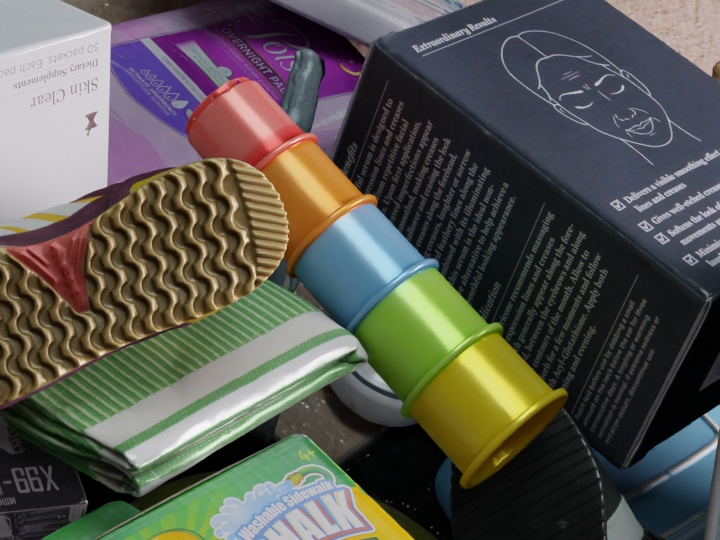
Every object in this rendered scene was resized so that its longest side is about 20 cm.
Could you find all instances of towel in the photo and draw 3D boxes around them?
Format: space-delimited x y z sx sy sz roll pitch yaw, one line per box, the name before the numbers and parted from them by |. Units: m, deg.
towel | -0.115 0.023 1.038 0.200 0.023 0.152 23 35 33

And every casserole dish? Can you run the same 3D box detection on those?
casserole dish | 0.126 0.095 1.184 0.200 0.039 0.121 -24 60 -41

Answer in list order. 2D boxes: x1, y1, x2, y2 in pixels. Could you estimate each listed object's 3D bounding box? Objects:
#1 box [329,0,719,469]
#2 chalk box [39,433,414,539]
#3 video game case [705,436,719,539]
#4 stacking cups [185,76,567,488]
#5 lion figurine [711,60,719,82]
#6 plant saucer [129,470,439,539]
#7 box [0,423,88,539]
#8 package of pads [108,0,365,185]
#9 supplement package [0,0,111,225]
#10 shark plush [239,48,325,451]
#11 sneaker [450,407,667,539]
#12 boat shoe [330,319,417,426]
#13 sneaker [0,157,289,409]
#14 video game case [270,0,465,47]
box | 0.105 -0.029 1.143 0.200 0.107 0.148 40 40 23
chalk box | -0.043 0.154 0.930 0.200 0.124 0.125 42 43 20
video game case | 0.204 0.079 1.083 0.022 0.183 0.200 8 1 33
stacking cups | 0.000 0.000 1.058 0.200 0.061 0.060 48 46 11
lion figurine | 0.146 -0.034 1.274 0.122 0.073 0.200 -20 38 10
plant saucer | -0.028 0.169 1.040 0.200 0.031 0.200 13 42 -12
box | -0.231 0.061 1.045 0.200 0.050 0.158 -4 48 -28
package of pads | -0.083 -0.069 1.231 0.200 0.076 0.121 -18 56 -38
supplement package | -0.226 -0.051 1.018 0.156 0.111 0.200 27 35 37
shark plush | -0.044 -0.004 1.130 0.091 0.083 0.200 32 69 2
sneaker | 0.103 0.144 1.084 0.088 0.074 0.200 17 47 -65
boat shoe | 0.045 -0.002 1.226 0.072 0.066 0.200 32 41 9
sneaker | -0.126 0.012 0.973 0.200 0.090 0.075 -16 89 -9
video game case | -0.017 -0.159 1.314 0.200 0.022 0.182 22 18 -28
